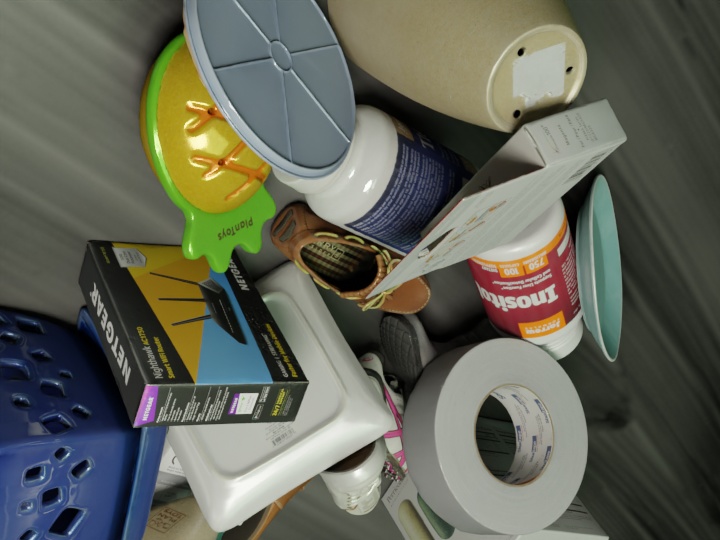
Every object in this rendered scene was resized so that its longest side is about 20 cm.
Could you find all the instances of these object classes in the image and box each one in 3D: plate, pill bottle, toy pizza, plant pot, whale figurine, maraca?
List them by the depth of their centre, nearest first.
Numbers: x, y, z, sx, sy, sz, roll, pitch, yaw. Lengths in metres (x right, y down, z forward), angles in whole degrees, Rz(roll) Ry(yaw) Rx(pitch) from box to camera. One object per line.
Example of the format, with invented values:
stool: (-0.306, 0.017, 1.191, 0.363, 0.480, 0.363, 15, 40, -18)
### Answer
toy pizza: (-0.074, -0.164, 0.912, 0.031, 0.202, 0.200, -21, 143, 32)
maraca: (-0.120, -0.100, 0.956, 0.137, 0.106, 0.202, -31, 119, -43)
plant pot: (0.096, -0.203, 0.957, 0.185, 0.200, 0.189, -15, 130, -19)
plant pot: (-0.284, 0.157, 1.016, 0.178, 0.200, 0.202, -6, 126, -34)
pill bottle: (0.017, -0.085, 1.062, 0.199, 0.111, 0.111, 23, 111, -40)
plate: (-0.099, 0.111, 1.087, 0.198, 0.201, 0.032, -30, 159, -7)
whale figurine: (-0.183, 0.284, 1.102, 0.200, 0.158, 0.105, -41, 130, -43)
pill bottle: (0.179, 0.005, 1.224, 0.112, 0.113, 0.201, -31, 133, -5)
plate: (0.256, -0.003, 1.239, 0.025, 0.202, 0.201, -3, 137, 21)

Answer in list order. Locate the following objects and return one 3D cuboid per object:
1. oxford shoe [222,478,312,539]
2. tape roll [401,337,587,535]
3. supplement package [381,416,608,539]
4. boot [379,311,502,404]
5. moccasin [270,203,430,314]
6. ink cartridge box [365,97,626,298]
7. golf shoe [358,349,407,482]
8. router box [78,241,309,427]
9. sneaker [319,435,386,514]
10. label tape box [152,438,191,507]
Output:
oxford shoe: (-0.092, 0.241, 1.278, 0.071, 0.071, 0.201, 19, 111, -43)
tape roll: (0.143, 0.175, 1.207, 0.198, 0.066, 0.203, 7, 76, -29)
supplement package: (0.156, 0.296, 1.372, 0.150, 0.200, 0.153, 15, 116, -37)
boot: (0.101, 0.087, 1.286, 0.131, 0.070, 0.201, -34, 140, -13)
moccasin: (0.001, -0.001, 1.139, 0.074, 0.078, 0.201, -47, 133, 9)
ink cartridge box: (0.099, -0.056, 0.951, 0.172, 0.044, 0.200, -20, 166, -29)
golf shoe: (0.026, 0.168, 1.287, 0.092, 0.072, 0.201, -55, 148, -21)
router box: (-0.150, 0.053, 1.006, 0.148, 0.200, 0.051, 2, 124, -31)
sneaker: (0.001, 0.203, 1.146, 0.072, 0.200, 0.085, -35, 93, -10)
label tape box: (-0.140, 0.164, 1.192, 0.142, 0.066, 0.201, 20, 113, -39)
